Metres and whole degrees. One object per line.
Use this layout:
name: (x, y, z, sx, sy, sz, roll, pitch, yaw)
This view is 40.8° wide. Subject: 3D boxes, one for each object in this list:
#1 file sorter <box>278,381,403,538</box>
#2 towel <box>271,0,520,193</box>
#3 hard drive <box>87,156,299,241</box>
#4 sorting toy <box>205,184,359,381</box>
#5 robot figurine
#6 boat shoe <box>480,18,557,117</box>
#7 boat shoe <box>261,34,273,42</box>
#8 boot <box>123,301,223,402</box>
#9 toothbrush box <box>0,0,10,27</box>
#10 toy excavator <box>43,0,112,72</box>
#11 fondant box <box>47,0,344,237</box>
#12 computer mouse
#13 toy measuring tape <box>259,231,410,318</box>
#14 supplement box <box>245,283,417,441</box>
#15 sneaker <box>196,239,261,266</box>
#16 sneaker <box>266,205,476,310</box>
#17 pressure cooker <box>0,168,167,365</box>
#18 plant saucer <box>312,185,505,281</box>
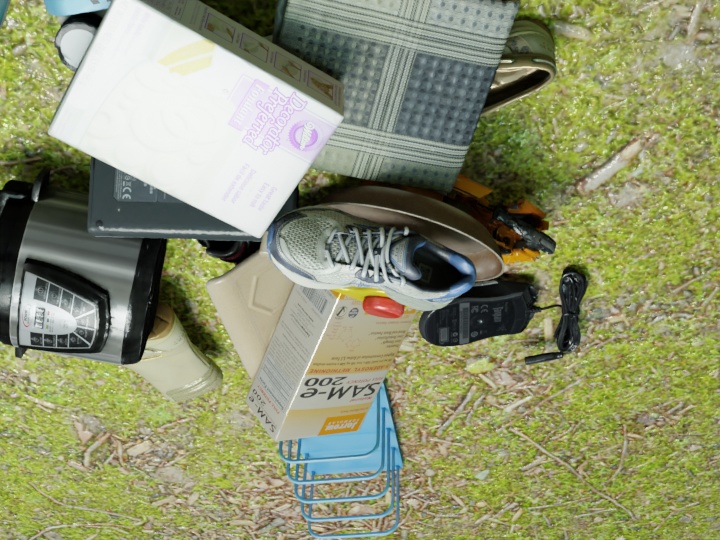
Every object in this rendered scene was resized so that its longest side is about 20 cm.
file sorter: (-0.024, 0.254, 1.289, 0.138, 0.123, 0.200, -5, 135, 8)
towel: (0.016, -0.170, 0.846, 0.199, 0.035, 0.193, 10, 122, -13)
hard drive: (-0.157, -0.100, 0.935, 0.199, 0.140, 0.033, 2, 174, 1)
sorting toy: (-0.059, 0.016, 1.057, 0.200, 0.036, 0.185, -33, 139, -14)
robot figurine: (0.104, -0.059, 0.988, 0.199, 0.058, 0.145, 21, 169, -23)
boat shoe: (0.085, -0.169, 0.900, 0.199, 0.063, 0.073, -22, 131, 23)
boat shoe: (-0.113, -0.177, 0.888, 0.199, 0.061, 0.074, -1, 169, -1)
boot: (-0.281, 0.101, 1.182, 0.199, 0.073, 0.156, -5, 145, 21)
toothbrush box: (-0.318, -0.256, 0.771, 0.085, 0.147, 0.200, 21, 131, -19)
toy excavator: (-0.180, -0.280, 0.787, 0.194, 0.100, 0.201, -8, 126, 8)
fondant box: (-0.133, -0.133, 0.799, 0.199, 0.058, 0.144, 26, 123, -21)
computer mouse: (0.167, 0.061, 1.145, 0.199, 0.046, 0.141, -13, 130, -1)
toy measuring tape: (0.000, 0.000, 0.926, 0.200, 0.074, 0.074, 22, 134, -38)
supplement box: (-0.028, 0.084, 1.055, 0.126, 0.074, 0.201, 1, 123, -41)
sneaker: (-0.134, -0.031, 1.033, 0.077, 0.084, 0.200, -23, 130, 24)
sneaker: (0.016, -0.016, 0.860, 0.199, 0.077, 0.085, 11, 170, -24)
pressure cooker: (-0.311, 0.003, 1.012, 0.199, 0.177, 0.179, 12, 160, -9)
plant saucer: (0.046, -0.038, 0.944, 0.199, 0.032, 0.200, 16, 167, 4)
